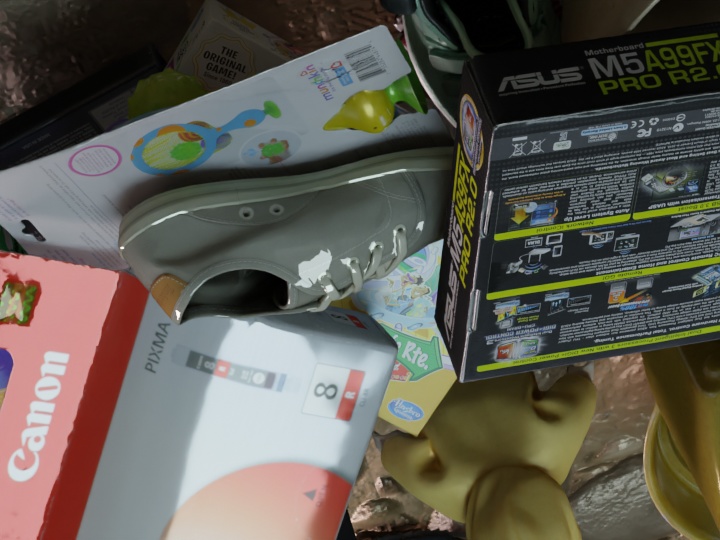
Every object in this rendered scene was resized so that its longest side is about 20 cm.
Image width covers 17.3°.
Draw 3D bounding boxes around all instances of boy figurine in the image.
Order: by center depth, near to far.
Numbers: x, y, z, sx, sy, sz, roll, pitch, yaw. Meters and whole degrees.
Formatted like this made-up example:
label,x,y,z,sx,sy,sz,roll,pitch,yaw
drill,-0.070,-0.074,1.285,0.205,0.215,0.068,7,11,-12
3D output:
label,x,y,z,sx,sy,sz,roll,pitch,yaw
boy figurine,0.072,0.085,1.241,0.124,0.201,0.065,-24,138,0

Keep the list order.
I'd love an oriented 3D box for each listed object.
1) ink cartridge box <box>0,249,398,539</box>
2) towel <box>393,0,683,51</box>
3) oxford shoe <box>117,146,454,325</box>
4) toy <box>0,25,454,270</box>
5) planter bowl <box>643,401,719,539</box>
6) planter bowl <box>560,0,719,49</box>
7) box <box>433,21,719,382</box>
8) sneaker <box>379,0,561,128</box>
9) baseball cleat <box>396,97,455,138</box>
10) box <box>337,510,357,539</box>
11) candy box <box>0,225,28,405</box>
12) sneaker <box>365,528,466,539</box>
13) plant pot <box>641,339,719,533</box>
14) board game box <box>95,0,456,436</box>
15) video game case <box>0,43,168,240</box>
label,x,y,z,sx,sy,sz,roll,pitch,yaw
ink cartridge box,-0.097,0.083,1.101,0.199,0.050,0.163,10,109,-27
towel,0.130,-0.142,1.158,0.200,0.023,0.144,-35,136,17
oxford shoe,-0.009,-0.013,1.064,0.199,0.058,0.075,-11,156,-19
toy,-0.067,-0.061,1.056,0.199,0.047,0.115,-16,152,12
planter bowl,0.245,0.063,1.359,0.199,0.084,0.201,-8,128,-11
planter bowl,0.176,-0.128,1.071,0.199,0.135,0.201,-11,139,-9
box,0.137,-0.033,1.024,0.199,0.044,0.161,-9,139,-12
sneaker,0.056,-0.099,1.072,0.073,0.119,0.201,-22,128,8
baseball cleat,0.000,0.000,1.219,0.200,0.070,0.106,-50,144,15
box,-0.044,0.164,1.278,0.078,0.201,0.142,-10,137,-10
candy box,-0.250,-0.009,1.096,0.168,0.077,0.200,-15,138,7
sneaker,0.071,0.211,1.459,0.199,0.082,0.070,6,133,-25
plant pot,0.246,0.066,1.197,0.194,0.196,0.200,-31,122,9
board game box,-0.021,-0.023,1.134,0.199,0.034,0.135,28,108,-17
video game case,-0.119,-0.015,1.198,0.142,0.019,0.200,-27,138,8
